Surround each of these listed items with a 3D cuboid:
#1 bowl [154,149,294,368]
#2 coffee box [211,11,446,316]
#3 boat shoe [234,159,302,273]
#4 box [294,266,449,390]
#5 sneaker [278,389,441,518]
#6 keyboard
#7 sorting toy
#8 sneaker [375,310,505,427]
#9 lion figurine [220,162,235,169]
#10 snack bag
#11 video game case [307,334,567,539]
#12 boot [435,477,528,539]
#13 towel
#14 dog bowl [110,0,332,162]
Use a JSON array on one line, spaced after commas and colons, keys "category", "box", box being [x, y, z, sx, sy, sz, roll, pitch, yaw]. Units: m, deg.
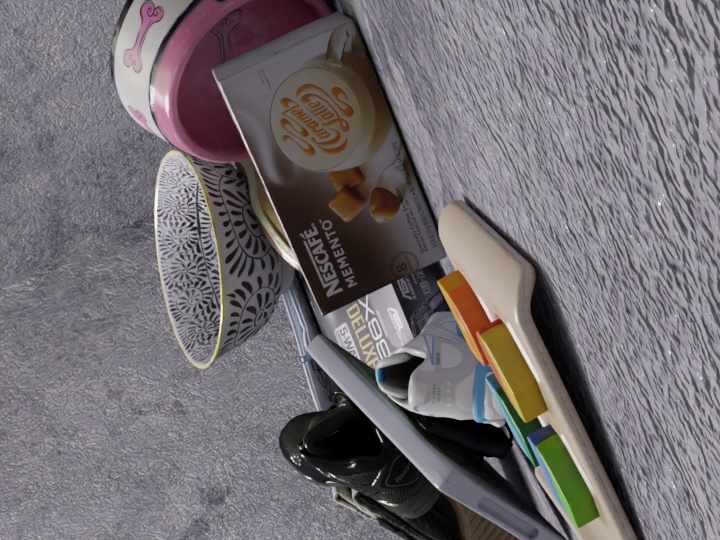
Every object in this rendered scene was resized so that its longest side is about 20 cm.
[{"category": "bowl", "box": [-0.119, -0.016, 1.245, 0.200, 0.093, 0.203, 171, 90, -67]}, {"category": "coffee box", "box": [-0.024, -0.084, 1.052, 0.080, 0.113, 0.201, -123, 10, -71]}, {"category": "boat shoe", "box": [-0.057, -0.080, 1.173, 0.071, 0.076, 0.201, 14, -145, -45]}, {"category": "box", "box": [0.000, 0.000, 1.229, 0.158, 0.049, 0.202, -37, 72, 58]}, {"category": "sneaker", "box": [-0.023, 0.143, 1.160, 0.114, 0.076, 0.199, 45, 164, -32]}, {"category": "keyboard", "box": [0.075, 0.126, 1.084, 0.200, 0.103, 0.040, -124, 52, -80]}, {"category": "sorting toy", "box": [0.097, 0.071, 0.793, 0.185, 0.036, 0.201, -121, 8, -72]}, {"category": "sneaker", "box": [0.051, 0.070, 1.024, 0.200, 0.086, 0.076, -149, 58, -82]}, {"category": "lion figurine", "box": [-0.091, -0.163, 1.272, 0.072, 0.201, 0.122, 34, -171, 18]}, {"category": "snack bag", "box": [-0.025, 0.085, 1.352, 0.188, 0.021, 0.202, 25, -134, -71]}, {"category": "video game case", "box": [0.062, 0.142, 1.091, 0.182, 0.022, 0.200, 38, -177, -44]}, {"category": "boot", "box": [0.089, 0.196, 1.309, 0.200, 0.072, 0.166, 46, 179, -17]}, {"category": "towel", "box": [0.049, 0.242, 1.315, 0.192, 0.035, 0.200, 37, -178, -11]}, {"category": "dog bowl", "box": [-0.103, -0.177, 1.111, 0.074, 0.199, 0.201, 47, 167, 34]}]
